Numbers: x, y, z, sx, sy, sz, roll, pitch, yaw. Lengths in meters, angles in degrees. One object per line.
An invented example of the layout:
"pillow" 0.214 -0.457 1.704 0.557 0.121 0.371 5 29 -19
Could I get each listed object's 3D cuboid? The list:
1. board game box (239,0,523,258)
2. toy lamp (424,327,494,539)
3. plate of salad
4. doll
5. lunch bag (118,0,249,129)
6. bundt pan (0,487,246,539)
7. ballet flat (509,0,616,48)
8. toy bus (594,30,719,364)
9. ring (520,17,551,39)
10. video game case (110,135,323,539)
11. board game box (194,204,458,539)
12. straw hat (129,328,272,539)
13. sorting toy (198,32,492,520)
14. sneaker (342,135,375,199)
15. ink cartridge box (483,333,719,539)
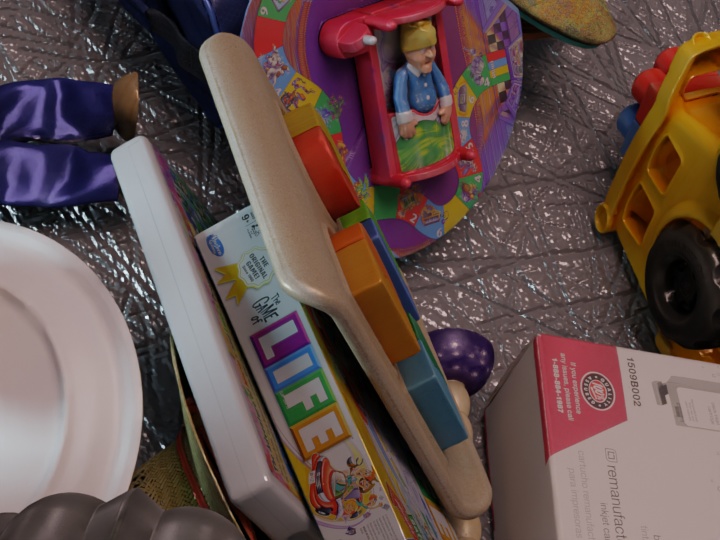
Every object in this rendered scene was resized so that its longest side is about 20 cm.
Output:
"board game box" 0.024 -0.098 1.084 0.200 0.039 0.159 33 78 -39
"toy lamp" 0.048 0.125 1.038 0.058 0.058 0.201 10 49 -16
"plate of salad" -0.188 0.074 0.938 0.198 0.048 0.202 -5 70 15
"doll" -0.214 -0.074 1.078 0.198 0.049 0.137 0 64 -16
"lunch bag" -0.082 -0.191 1.153 0.132 0.136 0.201 -27 65 -17
"bundt pan" -0.093 0.165 0.840 0.201 0.203 0.076 20 40 -8
"ballet flat" 0.071 -0.204 1.211 0.199 0.071 0.071 33 49 9
"toy bus" 0.218 -0.069 1.170 0.135 0.201 0.193 -7 50 -28
"ring" 0.050 -0.209 1.279 0.199 0.019 0.201 18 36 -13
"video game case" -0.045 0.057 0.973 0.024 0.182 0.201 -28 55 7
"board game box" -0.003 0.080 0.946 0.034 0.134 0.201 -28 66 7
"straw hat" -0.075 0.119 0.955 0.085 0.201 0.202 -29 64 6
"sorting toy" 0.000 0.000 0.984 0.036 0.200 0.186 -28 46 7
"sneaker" 0.033 -0.073 1.167 0.084 0.073 0.200 29 48 3
"ink cartridge box" 0.172 0.125 1.072 0.198 0.083 0.147 9 52 -17
